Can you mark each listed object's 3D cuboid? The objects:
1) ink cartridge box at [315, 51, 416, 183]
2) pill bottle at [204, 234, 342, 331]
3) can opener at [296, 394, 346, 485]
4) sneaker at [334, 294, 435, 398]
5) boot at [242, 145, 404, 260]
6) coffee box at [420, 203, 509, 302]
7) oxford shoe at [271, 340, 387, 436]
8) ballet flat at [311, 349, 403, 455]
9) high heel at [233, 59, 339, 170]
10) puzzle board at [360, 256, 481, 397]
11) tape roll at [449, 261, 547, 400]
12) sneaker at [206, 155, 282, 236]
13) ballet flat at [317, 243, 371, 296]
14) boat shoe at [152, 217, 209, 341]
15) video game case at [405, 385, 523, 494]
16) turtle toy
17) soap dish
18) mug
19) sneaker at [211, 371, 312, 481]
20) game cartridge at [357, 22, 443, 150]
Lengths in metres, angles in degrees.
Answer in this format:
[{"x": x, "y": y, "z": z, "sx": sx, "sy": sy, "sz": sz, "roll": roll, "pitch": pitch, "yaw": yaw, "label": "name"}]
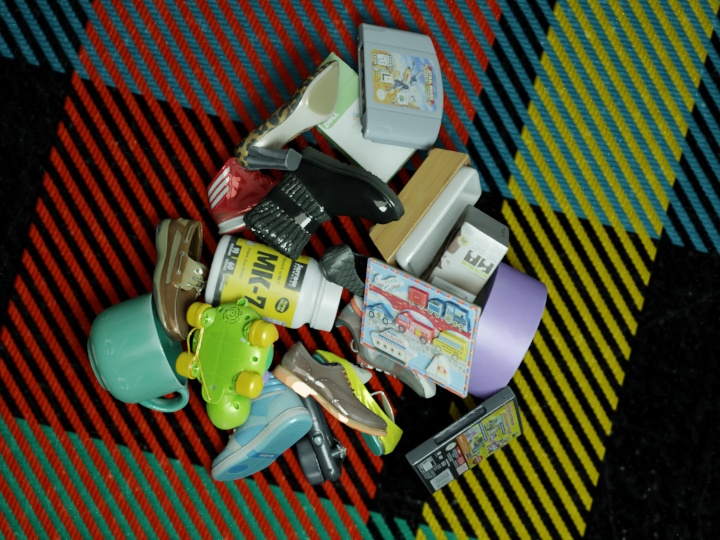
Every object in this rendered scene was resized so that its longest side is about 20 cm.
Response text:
[{"x": -0.004, "y": -0.235, "z": 1.599, "sx": 0.200, "sy": 0.059, "sz": 0.104, "roll": 42, "pitch": 87, "yaw": -1, "label": "ink cartridge box"}, {"x": -0.130, "y": 0.023, "z": 1.561, "sx": 0.199, "sy": 0.114, "sz": 0.115, "roll": 14, "pitch": 88, "yaw": -3, "label": "pill bottle"}, {"x": -0.074, "y": 0.236, "z": 1.585, "sx": 0.078, "sy": 0.063, "sz": 0.201, "roll": -15, "pitch": 90, "yaw": -3, "label": "can opener"}, {"x": 0.037, "y": 0.131, "z": 1.598, "sx": 0.082, "sy": 0.077, "sz": 0.200, "roll": -42, "pitch": 84, "yaw": 13, "label": "sneaker"}, {"x": -0.054, "y": -0.079, "z": 1.483, "sx": 0.210, "sy": 0.080, "sz": 0.158, "roll": 26, "pitch": 69, "yaw": 31, "label": "boot"}, {"x": 0.141, "y": 0.012, "z": 1.545, "sx": 0.080, "sy": 0.113, "sz": 0.201, "roll": 31, "pitch": 109, "yaw": -2, "label": "coffee box"}, {"x": -0.032, "y": 0.181, "z": 1.523, "sx": 0.199, "sy": 0.071, "sz": 0.073, "roll": 34, "pitch": 84, "yaw": -11, "label": "oxford shoe"}, {"x": 0.000, "y": 0.197, "z": 1.597, "sx": 0.067, "sy": 0.067, "sz": 0.201, "roll": -35, "pitch": 94, "yaw": -24, "label": "ballet flat"}, {"x": -0.116, "y": -0.241, "z": 1.547, "sx": 0.071, "sy": 0.142, "sz": 0.201, "roll": 42, "pitch": 67, "yaw": -42, "label": "high heel"}, {"x": 0.081, "y": 0.083, "z": 1.476, "sx": 0.199, "sy": 0.017, "sz": 0.152, "roll": 26, "pitch": 123, "yaw": 33, "label": "puzzle board"}, {"x": 0.198, "y": 0.091, "z": 1.534, "sx": 0.085, "sy": 0.200, "sz": 0.201, "roll": 26, "pitch": 88, "yaw": -2, "label": "tape roll"}, {"x": -0.147, "y": -0.139, "z": 1.582, "sx": 0.199, "sy": 0.078, "sz": 0.116, "roll": -22, "pitch": 92, "yaw": -4, "label": "sneaker"}, {"x": 0.000, "y": 0.000, "z": 1.530, "sx": 0.057, "sy": 0.200, "sz": 0.067, "roll": -24, "pitch": 76, "yaw": 19, "label": "ballet flat"}, {"x": -0.270, "y": 0.006, "z": 1.542, "sx": 0.073, "sy": 0.076, "sz": 0.201, "roll": -9, "pitch": 66, "yaw": 7, "label": "boat shoe"}, {"x": 0.162, "y": 0.261, "z": 1.536, "sx": 0.180, "sy": 0.200, "sz": 0.026, "roll": -33, "pitch": 63, "yaw": -3, "label": "video game case"}, {"x": -0.190, "y": 0.138, "z": 1.503, "sx": 0.145, "sy": 0.101, "sz": 0.201, "roll": 15, "pitch": 94, "yaw": 23, "label": "turtle toy"}, {"x": 0.099, "y": -0.086, "z": 1.561, "sx": 0.081, "sy": 0.157, "sz": 0.200, "roll": 37, "pitch": 87, "yaw": 15, "label": "soap dish"}, {"x": -0.336, "y": 0.137, "z": 1.529, "sx": 0.114, "sy": 0.152, "sz": 0.186, "roll": -18, "pitch": 90, "yaw": 0, "label": "mug"}, {"x": -0.169, "y": 0.233, "z": 1.582, "sx": 0.200, "sy": 0.079, "sz": 0.131, "roll": -37, "pitch": 58, "yaw": 19, "label": "sneaker"}, {"x": 0.063, "y": -0.287, "z": 1.572, "sx": 0.132, "sy": 0.042, "sz": 0.201, "roll": 4, "pitch": 68, "yaw": -16, "label": "game cartridge"}]
